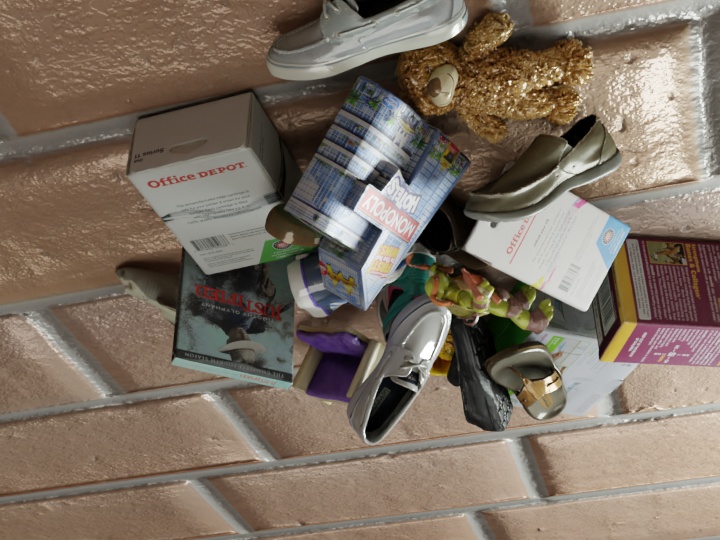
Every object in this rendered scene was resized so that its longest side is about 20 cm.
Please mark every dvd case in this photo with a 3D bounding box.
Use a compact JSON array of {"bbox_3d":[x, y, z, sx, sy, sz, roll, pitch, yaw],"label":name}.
[{"bbox_3d":[-0.147,0.038,1.329,0.146,0.200,0.022,15,142,-20],"label":"dvd case"}]

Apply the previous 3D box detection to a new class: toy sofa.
[{"bbox_3d":[-0.028,0.131,1.487,0.098,0.083,0.200,29,167,-22],"label":"toy sofa"}]

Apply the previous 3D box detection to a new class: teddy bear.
[{"bbox_3d":[0.137,-0.189,1.127,0.200,0.067,0.145,14,140,-21],"label":"teddy bear"}]

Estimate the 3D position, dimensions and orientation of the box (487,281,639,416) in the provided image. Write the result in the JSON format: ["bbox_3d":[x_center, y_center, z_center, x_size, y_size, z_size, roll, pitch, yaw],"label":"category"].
[{"bbox_3d":[0.268,0.107,1.523,0.176,0.097,0.200,10,143,-15],"label":"box"}]

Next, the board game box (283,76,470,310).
[{"bbox_3d":[0.011,-0.067,1.145,0.062,0.200,0.200,29,180,27],"label":"board game box"}]

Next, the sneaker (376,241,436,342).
[{"bbox_3d":[0.065,0.068,1.443,0.084,0.121,0.200,2,145,-3],"label":"sneaker"}]

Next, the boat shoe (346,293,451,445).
[{"bbox_3d":[0.055,0.124,1.354,0.074,0.065,0.200,22,103,-22],"label":"boat shoe"}]

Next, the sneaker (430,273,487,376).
[{"bbox_3d":[0.132,0.075,1.494,0.073,0.077,0.200,5,143,-6],"label":"sneaker"}]

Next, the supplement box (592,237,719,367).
[{"bbox_3d":[0.401,0.041,1.405,0.200,0.131,0.103,4,146,-6],"label":"supplement box"}]

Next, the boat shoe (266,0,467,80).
[{"bbox_3d":[-0.001,-0.240,1.061,0.201,0.070,0.072,-14,132,12],"label":"boat shoe"}]

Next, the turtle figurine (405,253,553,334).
[{"bbox_3d":[0.140,0.034,1.299,0.161,0.064,0.200,14,-177,-22],"label":"turtle figurine"}]

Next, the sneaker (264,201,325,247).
[{"bbox_3d":[-0.025,-0.085,1.207,0.200,0.067,0.090,-13,130,-57],"label":"sneaker"}]

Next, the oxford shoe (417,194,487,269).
[{"bbox_3d":[0.099,-0.043,1.320,0.073,0.085,0.200,-24,140,27],"label":"oxford shoe"}]

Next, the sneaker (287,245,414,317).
[{"bbox_3d":[0.000,0.000,1.341,0.146,0.081,0.200,-17,176,7],"label":"sneaker"}]

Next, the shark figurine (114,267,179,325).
[{"bbox_3d":[-0.201,0.044,1.451,0.214,0.090,0.128,38,164,-32],"label":"shark figurine"}]

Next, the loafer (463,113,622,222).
[{"bbox_3d":[0.187,-0.110,1.182,0.200,0.075,0.070,-28,112,-26],"label":"loafer"}]

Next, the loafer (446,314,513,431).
[{"bbox_3d":[0.144,0.132,1.463,0.070,0.068,0.201,0,127,28],"label":"loafer"}]

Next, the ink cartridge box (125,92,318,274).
[{"bbox_3d":[-0.148,-0.092,1.244,0.146,0.083,0.200,-11,145,14],"label":"ink cartridge box"}]

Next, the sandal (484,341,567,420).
[{"bbox_3d":[0.224,0.153,1.443,0.082,0.055,0.200,-29,139,5],"label":"sandal"}]

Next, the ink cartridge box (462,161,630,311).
[{"bbox_3d":[0.200,-0.045,1.286,0.200,0.068,0.115,25,95,-31],"label":"ink cartridge box"}]
